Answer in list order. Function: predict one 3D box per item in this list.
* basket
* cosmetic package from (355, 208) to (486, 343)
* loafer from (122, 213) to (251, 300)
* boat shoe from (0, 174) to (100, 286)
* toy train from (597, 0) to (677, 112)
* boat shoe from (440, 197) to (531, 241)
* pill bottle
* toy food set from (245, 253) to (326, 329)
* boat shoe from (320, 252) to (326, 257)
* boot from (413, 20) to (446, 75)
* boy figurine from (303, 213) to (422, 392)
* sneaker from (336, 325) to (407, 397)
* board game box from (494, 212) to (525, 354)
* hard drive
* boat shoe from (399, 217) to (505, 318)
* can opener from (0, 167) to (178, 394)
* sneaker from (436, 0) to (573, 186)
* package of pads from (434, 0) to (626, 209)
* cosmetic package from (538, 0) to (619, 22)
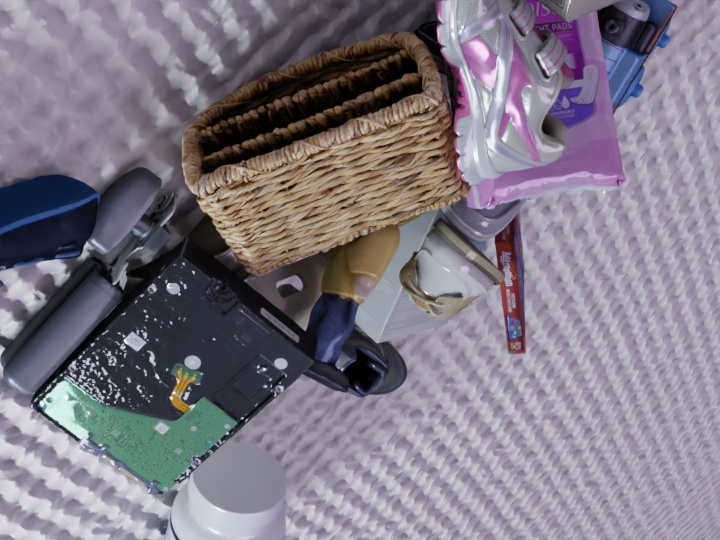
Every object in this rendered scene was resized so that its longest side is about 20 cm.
[{"bbox_3d":[-0.033,-0.112,1.171,0.200,0.143,0.149,-21,150,5],"label":"basket"},{"bbox_3d":[0.059,-0.038,1.446,0.107,0.090,0.200,-10,132,-45],"label":"cosmetic package"},{"bbox_3d":[-0.114,-0.029,1.278,0.200,0.075,0.070,-29,115,-27],"label":"loafer"},{"bbox_3d":[-0.266,-0.011,1.087,0.200,0.084,0.069,-14,126,-38],"label":"boat shoe"},{"bbox_3d":[0.218,-0.182,1.438,0.200,0.087,0.114,-60,170,24],"label":"toy train"},{"bbox_3d":[0.130,-0.106,1.298,0.202,0.074,0.065,-51,-179,-37],"label":"boat shoe"},{"bbox_3d":[-0.138,0.273,1.545,0.116,0.116,0.200,-19,141,-36],"label":"pill bottle"},{"bbox_3d":[-0.122,0.067,1.333,0.200,0.060,0.143,-46,169,26],"label":"toy food set"},{"bbox_3d":[-0.001,-0.077,1.344,0.074,0.066,0.200,-17,139,-38],"label":"boat shoe"},{"bbox_3d":[0.128,-0.241,1.303,0.203,0.073,0.154,-14,135,-50],"label":"boot"},{"bbox_3d":[0.000,0.000,1.290,0.200,0.064,0.124,-63,-172,-10],"label":"boy figurine"},{"bbox_3d":[-0.003,0.096,1.531,0.074,0.081,0.200,-49,149,7],"label":"sneaker"},{"bbox_3d":[0.136,-0.016,1.403,0.019,0.103,0.200,-3,149,7],"label":"board game box"},{"bbox_3d":[-0.150,0.082,1.233,0.140,0.038,0.200,39,116,-16],"label":"hard drive"},{"bbox_3d":[0.074,0.007,1.316,0.068,0.075,0.200,-45,170,-1],"label":"boat shoe"},{"bbox_3d":[-0.220,0.004,1.210,0.200,0.053,0.067,-47,117,3],"label":"can opener"},{"bbox_3d":[0.106,-0.158,1.104,0.081,0.088,0.200,-75,158,-54],"label":"sneaker"},{"bbox_3d":[0.131,-0.153,1.216,0.120,0.200,0.076,-9,180,-16],"label":"package of pads"},{"bbox_3d":[0.121,-0.282,1.119,0.087,0.200,0.103,-26,146,-31],"label":"cosmetic package"}]
